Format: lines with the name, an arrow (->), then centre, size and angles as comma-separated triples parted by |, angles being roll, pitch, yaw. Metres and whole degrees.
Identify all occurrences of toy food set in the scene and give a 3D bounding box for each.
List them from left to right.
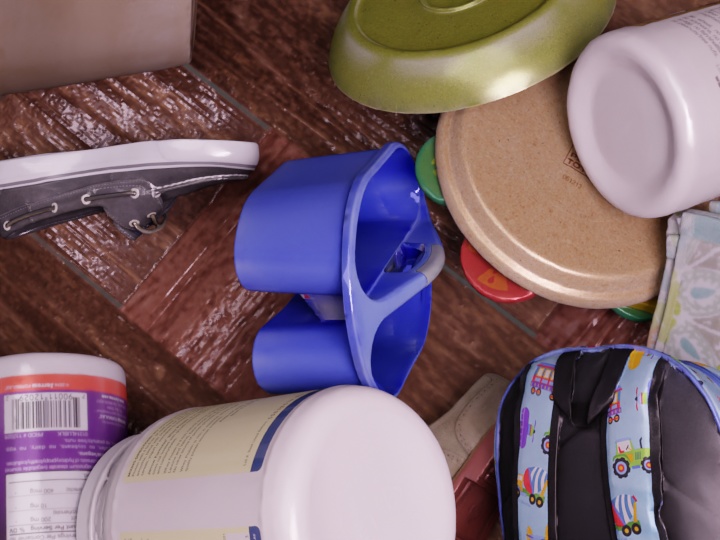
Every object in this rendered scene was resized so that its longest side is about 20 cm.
toy food set -> 0.135, -0.061, 0.929 | 0.200, 0.049, 0.198 | 17, 63, -7

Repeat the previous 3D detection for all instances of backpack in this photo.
backpack -> 0.165, 0.138, 0.809 | 0.182, 0.134, 0.200 | -8, 87, 49

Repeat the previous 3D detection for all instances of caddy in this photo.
caddy -> 0.000, 0.000, 0.897 | 0.105, 0.200, 0.142 | -4, 109, 16

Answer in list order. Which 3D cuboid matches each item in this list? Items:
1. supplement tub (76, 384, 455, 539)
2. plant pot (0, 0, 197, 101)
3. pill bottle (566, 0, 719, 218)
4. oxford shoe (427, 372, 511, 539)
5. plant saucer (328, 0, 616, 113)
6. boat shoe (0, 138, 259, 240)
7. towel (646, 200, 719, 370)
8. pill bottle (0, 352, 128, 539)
supplement tub -> -0.060, 0.148, 0.851 | 0.200, 0.145, 0.145 | -12, 69, 43
plant pot -> -0.201, -0.210, 1.009 | 0.173, 0.200, 0.200 | 4, 75, -6
pill bottle -> 0.237, -0.111, 0.887 | 0.200, 0.114, 0.114 | -18, 69, -26
oxford shoe -> 0.042, 0.152, 0.921 | 0.200, 0.070, 0.075 | -44, 42, 1
plant saucer -> 0.069, -0.177, 0.960 | 0.200, 0.031, 0.200 | -14, 40, 12
boat shoe -> -0.167, -0.053, 1.010 | 0.200, 0.070, 0.066 | -5, 91, 6
towel -> 0.255, 0.063, 0.839 | 0.200, 0.048, 0.171 | 22, 113, 39
pill bottle -> -0.204, 0.162, 0.930 | 0.111, 0.111, 0.200 | -7, 74, 9
